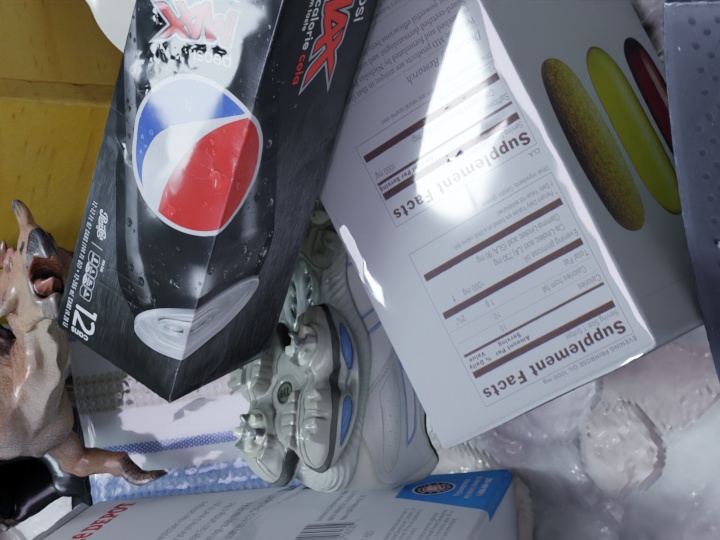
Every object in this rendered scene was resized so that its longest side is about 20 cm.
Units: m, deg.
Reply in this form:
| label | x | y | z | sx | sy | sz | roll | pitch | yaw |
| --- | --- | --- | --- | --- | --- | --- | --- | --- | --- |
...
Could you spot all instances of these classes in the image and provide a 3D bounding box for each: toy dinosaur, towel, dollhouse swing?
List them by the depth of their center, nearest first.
| label | x | y | z | sx | sy | sz | roll | pitch | yaw |
| --- | --- | --- | --- | --- | --- | --- | --- | --- | --- |
| toy dinosaur | -0.175 | 0.049 | 0.894 | 0.199 | 0.086 | 0.136 | -16 | 90 | 33 |
| towel | -0.057 | 0.079 | 0.917 | 0.146 | 0.024 | 0.201 | -10 | 94 | 11 |
| dollhouse swing | -0.204 | -0.100 | 0.923 | 0.182 | 0.199 | 0.176 | -63 | 40 | 37 |

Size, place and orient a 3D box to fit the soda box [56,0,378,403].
| label | x | y | z | sx | sy | sz | roll | pitch | yaw |
| --- | --- | --- | --- | --- | --- | --- | --- | --- | --- |
| soda box | -0.052 | -0.055 | 0.744 | 0.063 | 0.071 | 0.201 | 31 | 120 | 24 |

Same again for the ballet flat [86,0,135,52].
| label | x | y | z | sx | sy | sz | roll | pitch | yaw |
| --- | --- | --- | --- | --- | --- | --- | --- | --- | --- |
| ballet flat | -0.103 | -0.135 | 0.847 | 0.068 | 0.072 | 0.200 | -45 | 76 | 31 |

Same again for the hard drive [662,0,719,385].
| label | x | y | z | sx | sy | sz | roll | pitch | yaw |
| --- | --- | --- | --- | --- | --- | --- | --- | --- | --- |
| hard drive | 0.184 | -0.014 | 0.696 | 0.134 | 0.042 | 0.201 | 1 | 123 | 28 |

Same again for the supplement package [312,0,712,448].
| label | x | y | z | sx | sy | sz | roll | pitch | yaw |
| --- | --- | --- | --- | --- | --- | --- | --- | --- | --- |
| supplement package | 0.056 | -0.051 | 0.783 | 0.109 | 0.114 | 0.201 | -30 | 85 | 37 |

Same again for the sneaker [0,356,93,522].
| label | x | y | z | sx | sy | sz | roll | pitch | yaw |
| --- | --- | --- | --- | --- | --- | --- | --- | --- | --- |
| sneaker | -0.203 | 0.087 | 0.992 | 0.199 | 0.067 | 0.091 | -1 | 56 | 21 |

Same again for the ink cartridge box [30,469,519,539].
| label | x | y | z | sx | sy | sz | roll | pitch | yaw |
| --- | --- | --- | --- | --- | --- | --- | --- | --- | --- |
| ink cartridge box | -0.038 | 0.144 | 0.831 | 0.199 | 0.146 | 0.086 | -7 | 96 | 13 |

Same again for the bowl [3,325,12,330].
| label | x | y | z | sx | sy | sz | roll | pitch | yaw |
| --- | --- | --- | --- | --- | --- | --- | --- | --- | --- |
| bowl | -0.236 | -0.040 | 1.019 | 0.200 | 0.090 | 0.202 | 7 | 103 | 35 |

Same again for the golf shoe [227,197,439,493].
| label | x | y | z | sx | sy | sz | roll | pitch | yaw |
| --- | --- | --- | --- | --- | --- | --- | --- | --- | --- |
| golf shoe | 0.000 | 0.000 | 0.864 | 0.078 | 0.097 | 0.201 | -11 | 69 | 49 |
